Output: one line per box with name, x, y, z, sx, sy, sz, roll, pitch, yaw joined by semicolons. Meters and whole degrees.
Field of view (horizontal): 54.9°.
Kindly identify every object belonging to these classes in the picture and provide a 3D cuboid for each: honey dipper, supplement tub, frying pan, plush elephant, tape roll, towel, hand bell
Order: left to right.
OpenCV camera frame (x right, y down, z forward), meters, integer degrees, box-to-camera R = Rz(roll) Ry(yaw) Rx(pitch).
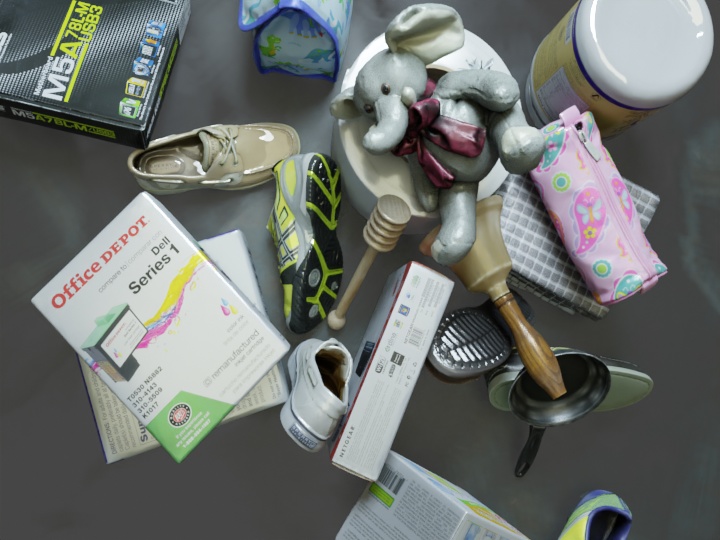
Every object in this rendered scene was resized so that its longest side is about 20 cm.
honey dipper;0.000;0.000;0.746;0.037;0.202;0.039;13;48;-15
tape roll;0.067;-0.151;0.776;0.196;0.139;0.210;0;86;-6
plush elephant;0.057;-0.140;0.629;0.151;0.165;0.205;13;56;-18
hand bell;0.151;0.038;0.712;0.102;0.104;0.204;-27;77;-7
frying pan;0.221;0.155;0.774;0.111;0.031;0.193;-11;129;3
towel;0.235;-0.052;0.814;0.196;0.086;0.169;25;85;-4
supplement tub;0.273;-0.227;0.771;0.141;0.200;0.150;0;85;-6

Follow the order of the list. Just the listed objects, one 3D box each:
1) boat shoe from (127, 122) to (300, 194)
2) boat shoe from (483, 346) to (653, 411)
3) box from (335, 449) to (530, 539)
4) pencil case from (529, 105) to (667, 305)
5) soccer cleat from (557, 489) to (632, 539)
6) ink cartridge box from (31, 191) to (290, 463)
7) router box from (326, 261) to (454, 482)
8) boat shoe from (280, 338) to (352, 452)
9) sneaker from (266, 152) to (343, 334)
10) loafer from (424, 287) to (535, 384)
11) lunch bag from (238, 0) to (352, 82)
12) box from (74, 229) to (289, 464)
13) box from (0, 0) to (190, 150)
boat shoe;-0.163;-0.130;0.787;0.194;0.065;0.074;-10;87;-6
boat shoe;0.241;0.120;0.810;0.195;0.061;0.073;2;128;-7
box;0.085;0.280;0.709;0.111;0.200;0.103;28;81;41
pencil case;0.245;-0.068;0.733;0.086;0.087;0.204;-25;90;-7
soccer cleat;0.242;0.344;0.786;0.064;0.084;0.203;32;84;-3
ink cartridge box;-0.183;0.051;0.657;0.145;0.084;0.200;-44;91;-7
router box;0.024;0.101;0.733;0.048;0.179;0.205;23;83;-3
boat shoe;-0.035;0.107;0.714;0.071;0.200;0.070;41;101;-6
sneaker;-0.067;-0.031;0.795;0.075;0.075;0.207;10;98;35
loafer;0.127;0.082;0.755;0.073;0.198;0.072;48;126;19
lunch bag;-0.065;-0.321;0.744;0.123;0.200;0.176;4;86;-6
box;-0.193;0.080;0.749;0.195;0.105;0.189;-17;88;-7
box;-0.303;-0.248;0.765;0.188;0.048;0.205;14;67;-7
